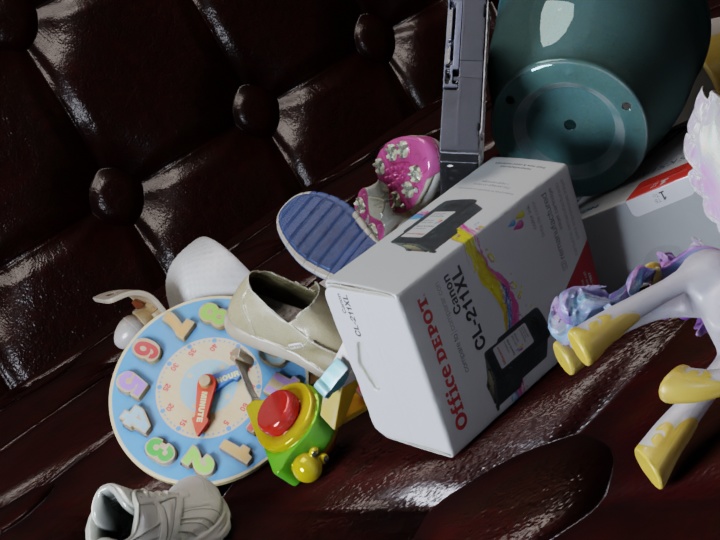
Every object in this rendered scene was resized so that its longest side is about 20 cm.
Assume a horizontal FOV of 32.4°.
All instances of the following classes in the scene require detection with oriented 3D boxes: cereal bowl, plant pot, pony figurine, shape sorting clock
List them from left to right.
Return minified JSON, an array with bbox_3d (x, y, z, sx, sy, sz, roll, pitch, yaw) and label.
[{"bbox_3d":[-0.148,0.113,1.199,0.199,0.200,0.039,-33,-25,-12],"label":"shape sorting clock"},{"bbox_3d":[-0.147,0.065,1.342,0.083,0.201,0.200,-38,11,-19],"label":"cereal bowl"},{"bbox_3d":[0.200,-0.169,1.092,0.199,0.200,0.188,-24,27,35],"label":"plant pot"},{"bbox_3d":[0.215,0.011,0.739,0.199,0.167,0.193,-28,41,-5],"label":"pony figurine"}]

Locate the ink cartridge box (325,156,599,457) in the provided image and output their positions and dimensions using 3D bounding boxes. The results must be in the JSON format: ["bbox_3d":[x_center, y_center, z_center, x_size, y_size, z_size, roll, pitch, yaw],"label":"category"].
[{"bbox_3d":[0.087,0.025,0.952,0.200,0.146,0.083,-37,30,-31],"label":"ink cartridge box"}]

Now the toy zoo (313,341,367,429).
[{"bbox_3d":[0.036,0.059,1.033,0.199,0.020,0.132,-26,-31,-38],"label":"toy zoo"}]

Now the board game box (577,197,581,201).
[{"bbox_3d":[0.174,-0.059,1.335,0.199,0.057,0.165,-29,7,-36],"label":"board game box"}]

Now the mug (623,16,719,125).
[{"bbox_3d":[0.381,-0.183,1.280,0.153,0.187,0.150,-26,-26,-27],"label":"mug"}]

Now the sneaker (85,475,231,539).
[{"bbox_3d":[-0.168,0.202,0.994,0.078,0.100,0.200,-28,10,16],"label":"sneaker"}]

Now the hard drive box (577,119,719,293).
[{"bbox_3d":[0.280,-0.068,1.073,0.155,0.077,0.200,-24,12,39],"label":"hard drive box"}]

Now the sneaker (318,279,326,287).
[{"bbox_3d":[0.008,0.030,1.468,0.200,0.071,0.080,-31,17,35],"label":"sneaker"}]

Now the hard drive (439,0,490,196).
[{"bbox_3d":[0.090,-0.141,1.069,0.038,0.141,0.200,3,-11,5],"label":"hard drive"}]

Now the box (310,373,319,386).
[{"bbox_3d":[0.045,0.063,1.285,0.199,0.021,0.163,-24,13,34],"label":"box"}]

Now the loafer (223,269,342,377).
[{"bbox_3d":[-0.036,0.054,1.167,0.199,0.069,0.076,15,39,10],"label":"loafer"}]

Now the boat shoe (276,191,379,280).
[{"bbox_3d":[0.000,0.000,1.149,0.072,0.200,0.072,-46,-32,-9],"label":"boat shoe"}]

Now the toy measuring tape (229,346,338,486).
[{"bbox_3d":[-0.065,0.114,1.101,0.073,0.074,0.200,-31,36,0],"label":"toy measuring tape"}]

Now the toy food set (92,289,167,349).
[{"bbox_3d":[-0.209,0.103,1.325,0.060,0.200,0.143,-39,11,-15],"label":"toy food set"}]

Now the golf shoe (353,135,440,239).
[{"bbox_3d":[0.057,-0.085,1.257,0.091,0.076,0.200,-12,-16,-22],"label":"golf shoe"}]
